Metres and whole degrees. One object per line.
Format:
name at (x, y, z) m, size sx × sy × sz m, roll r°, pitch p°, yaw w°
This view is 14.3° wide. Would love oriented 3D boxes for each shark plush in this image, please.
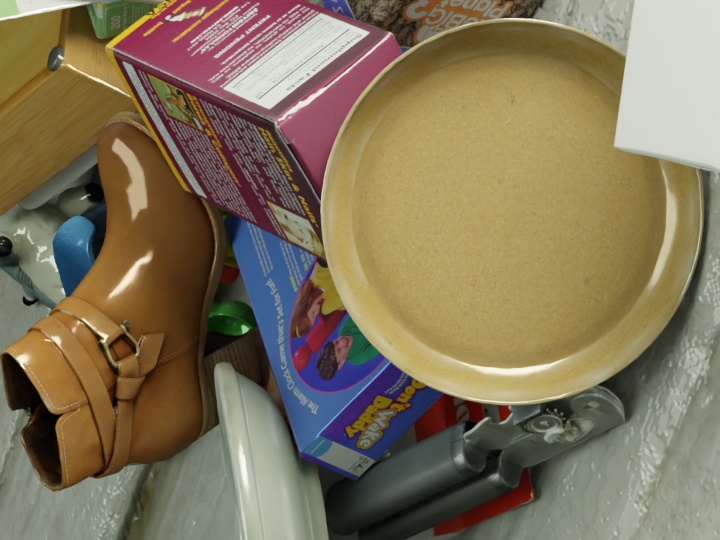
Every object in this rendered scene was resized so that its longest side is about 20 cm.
shark plush at (-0.246, -0.005, 2.012) m, size 0.200 × 0.091 × 0.083 m, roll 2°, pitch 121°, yaw 48°

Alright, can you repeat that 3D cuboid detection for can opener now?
can opener at (0.062, 0.091, 1.584) m, size 0.200 × 0.053 × 0.067 m, roll -28°, pitch 47°, yaw 38°

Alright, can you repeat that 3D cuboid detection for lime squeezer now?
lime squeezer at (-0.075, 0.063, 1.782) m, size 0.038 × 0.071 × 0.200 m, roll -29°, pitch 95°, yaw 31°

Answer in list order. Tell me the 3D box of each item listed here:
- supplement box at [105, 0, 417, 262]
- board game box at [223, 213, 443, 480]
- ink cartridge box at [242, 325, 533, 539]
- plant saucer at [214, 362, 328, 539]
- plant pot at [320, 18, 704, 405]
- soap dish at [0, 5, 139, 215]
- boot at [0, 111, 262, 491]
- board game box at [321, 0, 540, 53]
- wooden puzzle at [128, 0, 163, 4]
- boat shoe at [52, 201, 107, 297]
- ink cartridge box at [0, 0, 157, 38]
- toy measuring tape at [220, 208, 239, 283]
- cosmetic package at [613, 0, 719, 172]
supplement box at (-0.043, -0.086, 1.590) m, size 0.200 × 0.086 × 0.111 m, roll 27°, pitch 151°, yaw 54°
board game box at (0.000, 0.000, 1.635) m, size 0.134 × 0.045 × 0.200 m, roll -45°, pitch 40°, yaw 23°
ink cartridge box at (0.011, 0.086, 1.674) m, size 0.200 × 0.050 × 0.163 m, roll -31°, pitch 65°, yaw 52°
plant saucer at (-0.046, 0.149, 1.633) m, size 0.200 × 0.050 × 0.201 m, roll 172°, pitch 90°, yaw -86°
plant pot at (0.078, -0.031, 1.497) m, size 0.027 × 0.199 × 0.201 m, roll -118°, pitch 34°, yaw -85°
soap dish at (-0.202, -0.142, 1.912) m, size 0.200 × 0.081 × 0.158 m, roll -32°, pitch 45°, yaw 46°
boot at (-0.153, 0.020, 1.686) m, size 0.077 × 0.155 × 0.201 m, roll 0°, pitch 109°, yaw 52°
board game box at (0.052, -0.234, 1.594) m, size 0.200 × 0.097 × 0.160 m, roll -53°, pitch 48°, yaw 37°
wooden puzzle at (-0.173, -0.263, 1.810) m, size 0.037 × 0.184 × 0.201 m, roll 104°, pitch 172°, yaw -67°
boat shoe at (-0.139, 0.039, 1.836) m, size 0.084 × 0.069 × 0.200 m, roll 36°, pitch 148°, yaw 31°
ink cartridge box at (-0.184, -0.216, 1.827) m, size 0.048 × 0.199 × 0.146 m, roll 99°, pitch 155°, yaw -60°
toy measuring tape at (-0.094, -0.035, 1.825) m, size 0.200 × 0.073 × 0.074 m, roll -141°, pitch 59°, yaw -72°
cosmetic package at (0.198, -0.148, 1.387) m, size 0.085 × 0.107 × 0.201 m, roll 15°, pitch 101°, yaw 52°
